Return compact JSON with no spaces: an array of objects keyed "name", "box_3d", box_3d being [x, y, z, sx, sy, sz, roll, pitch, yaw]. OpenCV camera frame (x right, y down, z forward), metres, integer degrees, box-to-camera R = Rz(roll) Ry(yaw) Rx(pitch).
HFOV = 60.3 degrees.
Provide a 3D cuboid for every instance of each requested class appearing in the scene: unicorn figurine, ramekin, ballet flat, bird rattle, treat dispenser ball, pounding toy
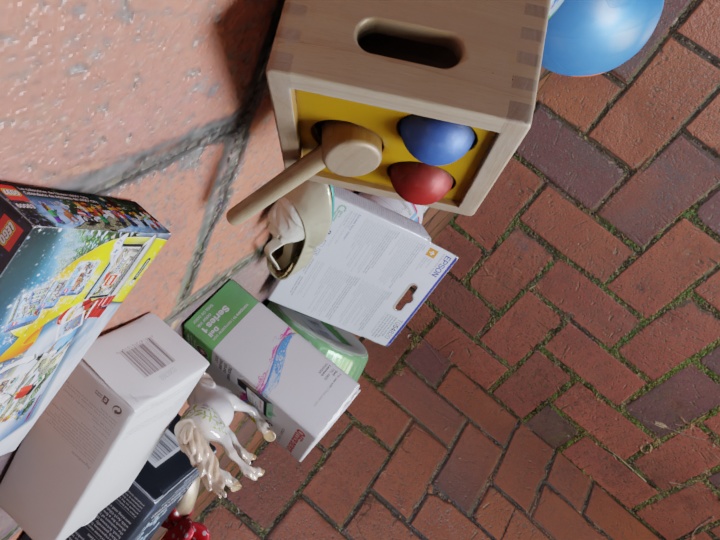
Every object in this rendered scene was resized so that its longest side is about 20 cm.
[{"name":"unicorn figurine","box_3d":[-0.161,0.163,0.679,0.074,0.137,0.200,-44,-173,-11]},{"name":"ramekin","box_3d":[-0.084,0.126,0.971,0.098,0.199,0.200,-59,172,7]},{"name":"ballet flat","box_3d":[-0.076,-0.044,0.694,0.069,0.069,0.200,-47,172,-26]},{"name":"bird rattle","box_3d":[-0.286,0.327,0.912,0.200,0.112,0.164,12,-93,57]},{"name":"treat dispenser ball","box_3d":[0.317,-0.377,0.871,0.201,0.201,0.201,-49,173,-9]},{"name":"pounding toy","box_3d":[0.003,-0.107,0.445,0.184,0.199,0.143,99,3,-76]}]

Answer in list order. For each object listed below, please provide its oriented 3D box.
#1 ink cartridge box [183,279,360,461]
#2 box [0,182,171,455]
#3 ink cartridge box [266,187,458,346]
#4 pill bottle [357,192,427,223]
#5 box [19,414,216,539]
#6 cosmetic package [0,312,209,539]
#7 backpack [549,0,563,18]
[{"name":"ink cartridge box","box_3d":[-0.113,0.127,0.755,0.084,0.200,0.145,-47,172,-29]},{"name":"box","box_3d":[-0.213,0.043,0.368,0.200,0.038,0.137,-52,173,7]},{"name":"ink cartridge box","box_3d":[0.000,0.000,0.862,0.200,0.199,0.041,-55,-160,32]},{"name":"pill bottle","box_3d":[0.028,-0.076,0.966,0.200,0.109,0.109,-45,171,-35]},{"name":"box","box_3d":[-0.300,0.285,0.767,0.200,0.107,0.148,-52,173,14]},{"name":"cosmetic package","box_3d":[-0.239,0.148,0.572,0.200,0.081,0.113,-52,172,21]},{"name":"backpack","box_3d":[0.141,-0.285,0.584,0.163,0.154,0.200,-47,162,23]}]
